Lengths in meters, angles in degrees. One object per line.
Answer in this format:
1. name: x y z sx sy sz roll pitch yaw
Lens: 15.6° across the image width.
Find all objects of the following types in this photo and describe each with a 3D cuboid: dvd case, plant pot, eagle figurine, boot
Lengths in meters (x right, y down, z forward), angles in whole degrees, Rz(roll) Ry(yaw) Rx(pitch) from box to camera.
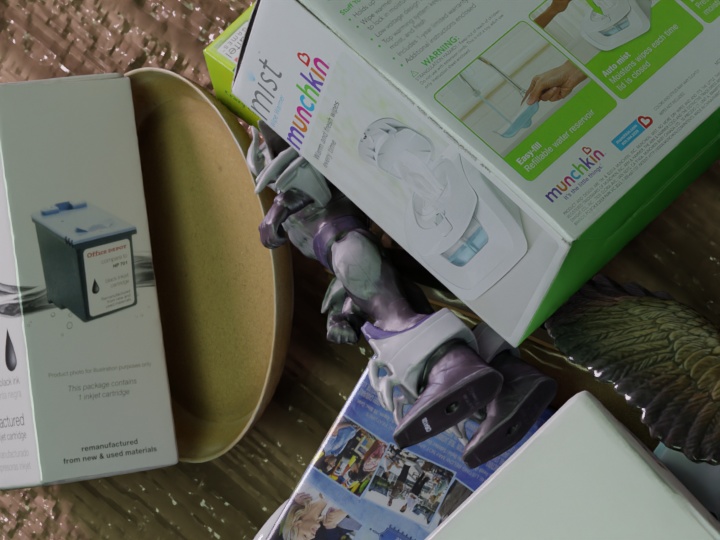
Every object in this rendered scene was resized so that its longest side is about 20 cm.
1. dvd case: 0.022 0.140 1.204 0.143 0.018 0.200 28 84 28
2. plant pot: -0.088 -0.004 1.329 0.200 0.027 0.201 18 112 52
3. eagle figurine: 0.183 0.042 1.110 0.200 0.151 0.151 62 145 18
4. boot: 0.065 0.041 1.272 0.200 0.074 0.076 21 110 23

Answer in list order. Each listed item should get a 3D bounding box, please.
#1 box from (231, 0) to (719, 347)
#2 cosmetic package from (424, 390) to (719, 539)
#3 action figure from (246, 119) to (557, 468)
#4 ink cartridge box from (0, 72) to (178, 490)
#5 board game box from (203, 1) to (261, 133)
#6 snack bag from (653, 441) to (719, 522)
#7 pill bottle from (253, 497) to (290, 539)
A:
1. box: 0.076 -0.101 1.150 0.176 0.200 0.097 41 148 12
2. cosmetic package: 0.085 0.184 1.068 0.200 0.165 0.165 -43 72 2
3. action figure: 0.000 0.000 1.186 0.069 0.130 0.200 -41 55 3
4. ink cartridge box: -0.172 0.010 1.352 0.146 0.086 0.201 -11 87 56
5. board game box: 0.033 -0.075 1.260 0.200 0.048 0.102 36 70 24
6. snack bag: 0.162 0.190 1.153 0.200 0.021 0.189 36 90 27
7. pill bottle: 0.037 0.196 1.263 0.200 0.114 0.114 31 105 22
